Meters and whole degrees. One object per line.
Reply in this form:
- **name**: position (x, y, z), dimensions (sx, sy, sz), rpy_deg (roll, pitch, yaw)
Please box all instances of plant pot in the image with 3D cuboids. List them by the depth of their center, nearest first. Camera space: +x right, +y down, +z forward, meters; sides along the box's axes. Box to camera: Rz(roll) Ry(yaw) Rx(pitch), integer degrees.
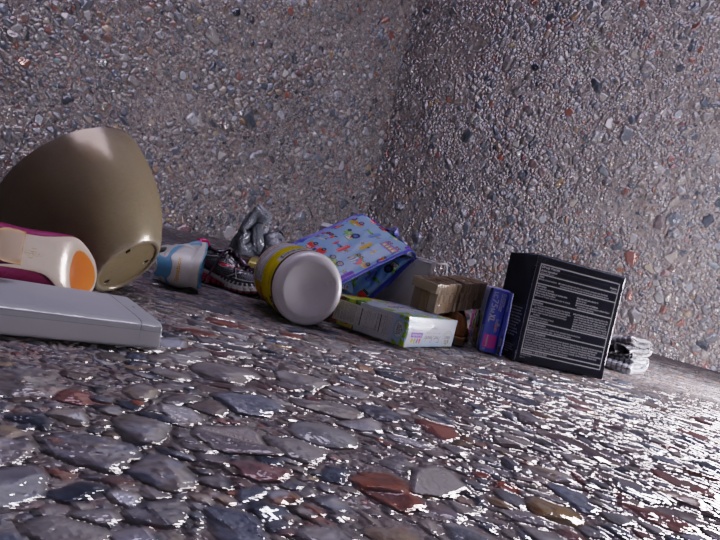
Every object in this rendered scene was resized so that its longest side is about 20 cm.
- **plant pot**: position (-0.327, -0.055, 0.775), dimensions (0.135, 0.200, 0.200), rpy_deg (49, 10, 10)

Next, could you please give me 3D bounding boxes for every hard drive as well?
- **hard drive**: position (-0.287, 0.031, 0.534), dimensions (0.197, 0.027, 0.131), rpy_deg (12, 3, -37)

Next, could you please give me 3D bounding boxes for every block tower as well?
- **block tower**: position (0.163, 0.042, 1.141), dimensions (0.053, 0.059, 0.198), rpy_deg (20, 10, 35)

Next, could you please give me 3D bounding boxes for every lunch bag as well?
- **lunch bag**: position (-0.006, -0.029, 1.133), dimensions (0.199, 0.095, 0.150), rpy_deg (-34, 49, -24)

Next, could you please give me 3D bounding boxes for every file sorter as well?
- **file sorter**: position (0.058, 0.027, 1.238), dimensions (0.197, 0.142, 0.124), rpy_deg (15, 7, 22)

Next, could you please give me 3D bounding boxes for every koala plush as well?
- **koala plush**: position (-0.332, -0.090, 2.137), dimensions (0.199, 0.186, 0.177), rpy_deg (34, -16, -15)

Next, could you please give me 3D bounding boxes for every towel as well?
- **towel**: position (0.615, 0.190, 1.533), dimensions (0.164, 0.087, 0.198), rpy_deg (14, 2, 38)

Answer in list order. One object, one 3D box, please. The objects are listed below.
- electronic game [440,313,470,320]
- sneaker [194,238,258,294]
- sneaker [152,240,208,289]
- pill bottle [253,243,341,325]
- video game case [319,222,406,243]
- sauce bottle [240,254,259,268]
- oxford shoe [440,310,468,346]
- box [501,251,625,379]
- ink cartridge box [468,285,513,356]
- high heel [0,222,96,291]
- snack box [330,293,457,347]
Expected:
- **electronic game**: position (0.199, 0.103, 1.671), dimensions (0.196, 0.042, 0.200), rpy_deg (14, 2, 0)
- **sneaker**: position (-0.233, -0.003, 1.143), dimensions (0.196, 0.076, 0.081), rpy_deg (15, 2, 12)
- **sneaker**: position (-0.301, -0.016, 1.040), dimensions (0.079, 0.078, 0.200), rpy_deg (11, 1, -14)
- **pill bottle**: position (-0.108, 0.015, 0.992), dimensions (0.107, 0.111, 0.200), rpy_deg (13, 2, -21)
- **video game case**: position (0.000, 0.000, 1.366), dimensions (0.196, 0.185, 0.024), rpy_deg (15, 33, 18)
- **sauce bottle**: position (-0.209, 0.005, 1.211), dimensions (0.196, 0.066, 0.065), rpy_deg (16, 2, 9)
- **oxford shoe**: position (0.188, 0.102, 1.230), dimensions (0.070, 0.073, 0.200), rpy_deg (12, 0, 5)
- **box**: position (0.380, 0.084, 1.207), dimensions (0.196, 0.202, 0.123), rpy_deg (14, 2, -14)
- **ink cartridge box**: position (0.250, 0.092, 1.209), dimensions (0.041, 0.122, 0.200), rpy_deg (13, 2, -1)
- **high heel**: position (-0.348, -0.010, 0.623), dimensions (0.094, 0.069, 0.200), rpy_deg (6, -6, 6)
- **snack box**: position (0.061, 0.086, 1.042), dimensions (0.140, 0.054, 0.199), rpy_deg (17, 3, 30)
